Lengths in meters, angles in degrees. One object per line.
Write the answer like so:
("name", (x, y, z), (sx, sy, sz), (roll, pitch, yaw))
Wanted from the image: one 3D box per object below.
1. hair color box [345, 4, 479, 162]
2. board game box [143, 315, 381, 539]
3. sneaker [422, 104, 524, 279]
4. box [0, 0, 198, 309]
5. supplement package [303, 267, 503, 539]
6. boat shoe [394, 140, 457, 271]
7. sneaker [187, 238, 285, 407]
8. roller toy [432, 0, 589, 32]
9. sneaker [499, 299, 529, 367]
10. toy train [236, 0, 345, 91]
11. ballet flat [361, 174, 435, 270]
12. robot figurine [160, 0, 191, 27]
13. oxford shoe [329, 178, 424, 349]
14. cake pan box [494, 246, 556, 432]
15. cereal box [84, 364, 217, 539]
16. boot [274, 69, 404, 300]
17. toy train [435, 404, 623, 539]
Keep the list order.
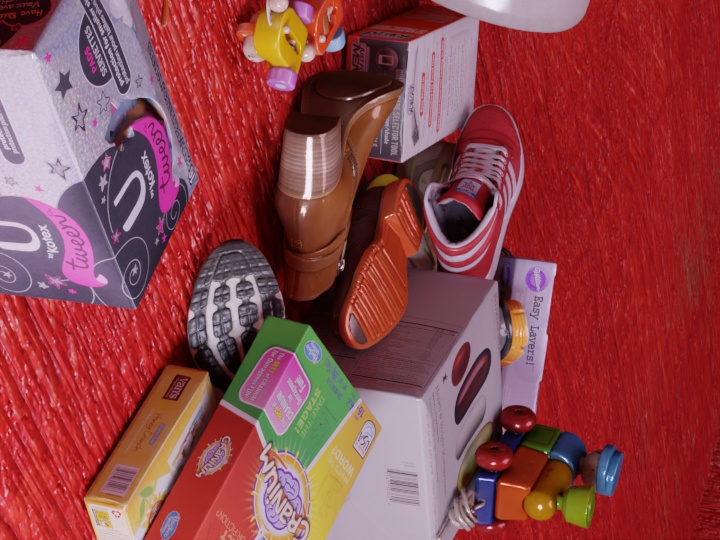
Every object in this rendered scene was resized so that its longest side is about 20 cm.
("hair color box", (0.048, -0.176, 1.817), (0.200, 0.064, 0.111), (-36, 132, -65))
("board game box", (-0.069, 0.158, 1.469), (0.200, 0.040, 0.153), (-62, 144, -23))
("sneaker", (0.105, -0.084, 1.809), (0.112, 0.071, 0.200), (70, 27, -62))
("box", (-0.187, -0.087, 1.107), (0.200, 0.132, 0.115), (74, 29, -47))
("supplement package", (0.027, 0.127, 1.747), (0.200, 0.147, 0.191), (-54, 146, -52))
("boat shoe", (0.065, -0.026, 1.911), (0.071, 0.064, 0.200), (-22, 117, -67))
("sneaker", (-0.097, 0.065, 1.540), (0.089, 0.077, 0.200), (-118, -157, -67))
("roller toy", (0.134, -0.311, 1.795), (0.200, 0.182, 0.140), (-84, -169, -68))
("sneaker", (0.081, 0.085, 1.916), (0.200, 0.077, 0.078), (-49, -133, 45))
("toy train", (-0.061, -0.227, 1.522), (0.200, 0.056, 0.150), (79, 26, -48))
("ballet flat", (0.040, 0.007, 1.837), (0.067, 0.067, 0.200), (-21, 123, -32))
("robot figurine", (-0.120, -0.261, 1.253), (0.117, 0.144, 0.200), (-15, 115, -33))
("oxford shoe", (0.000, 0.000, 1.717), (0.071, 0.073, 0.200), (64, 29, -30))
("cake pan box", (0.127, 0.074, 1.990), (0.184, 0.052, 0.200), (-168, -95, -67))
("cereal box", (-0.139, 0.191, 1.475), (0.144, 0.039, 0.200), (-61, 152, -44))
("boot", (-0.018, -0.076, 1.661), (0.200, 0.077, 0.155), (-60, 156, -60))
("toy train", (0.154, 0.202, 1.737), (0.200, 0.116, 0.085), (-48, 144, -57))
